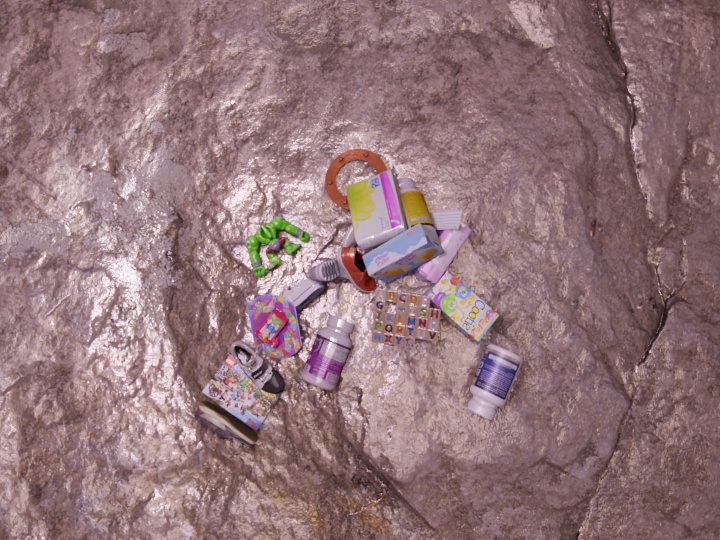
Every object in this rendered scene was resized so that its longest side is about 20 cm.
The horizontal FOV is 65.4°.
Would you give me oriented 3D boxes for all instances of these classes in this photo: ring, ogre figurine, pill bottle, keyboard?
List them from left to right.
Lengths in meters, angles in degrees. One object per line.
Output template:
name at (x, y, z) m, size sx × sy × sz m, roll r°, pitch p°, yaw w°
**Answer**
ogre figurine at (-0.259, -0.085, 1.676) m, size 0.199 × 0.098 × 0.120 m, roll -35°, pitch 98°, yaw 7°
pill bottle at (-0.089, 0.237, 1.641) m, size 0.111 × 0.112 × 0.202 m, roll 22°, pitch 84°, yaw 0°
ring at (-0.014, -0.282, 1.714) m, size 0.197 × 0.019 × 0.203 m, roll -3°, pitch 75°, yaw 9°
pill bottle at (0.147, -0.171, 1.668) m, size 0.111 × 0.113 × 0.202 m, roll -14°, pitch 64°, yaw -3°
keyboard at (0.227, -0.147, 1.658) m, size 0.011 × 0.199 × 0.057 m, roll 11°, pitch 86°, yaw -33°
pill bottle at (0.389, 0.329, 1.648) m, size 0.110 × 0.111 × 0.202 m, roll 25°, pitch 84°, yaw 1°

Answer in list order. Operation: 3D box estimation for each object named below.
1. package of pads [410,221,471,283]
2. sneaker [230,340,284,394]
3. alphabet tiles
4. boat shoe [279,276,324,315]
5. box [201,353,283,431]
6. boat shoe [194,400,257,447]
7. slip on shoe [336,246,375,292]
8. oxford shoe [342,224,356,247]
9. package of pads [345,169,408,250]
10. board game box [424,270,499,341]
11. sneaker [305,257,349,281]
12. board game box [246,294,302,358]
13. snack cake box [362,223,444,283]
package of pads at (0.237, -0.057, 1.673) m, size 0.075 × 0.120 × 0.201 m, roll 36°, pitch 85°, yaw -11°
sneaker at (-0.301, 0.281, 1.608) m, size 0.200 × 0.089 × 0.074 m, roll 41°, pitch 79°, yaw 1°
alphabet tiles at (0.134, 0.147, 1.653) m, size 0.197 × 0.008 × 0.170 m, roll 8°, pitch 107°, yaw 15°
boat shoe at (-0.204, 0.074, 1.663) m, size 0.201 × 0.074 × 0.087 m, roll -39°, pitch 71°, yaw 17°
box at (-0.346, 0.358, 1.658) m, size 0.199 × 0.038 × 0.137 m, roll 35°, pitch 84°, yaw 2°
boat shoe at (-0.393, 0.458, 1.636) m, size 0.200 × 0.072 × 0.066 m, roll 34°, pitch 95°, yaw 2°
slip on shoe at (0.000, 0.000, 1.637) m, size 0.060 × 0.200 × 0.075 m, roll -7°, pitch 52°, yaw 27°
oxford shoe at (0.019, -0.132, 1.697) m, size 0.058 × 0.075 × 0.200 m, roll 36°, pitch 80°, yaw 22°
package of pads at (0.044, -0.171, 1.608) m, size 0.153 × 0.068 × 0.202 m, roll -19°, pitch 66°, yaw 16°
board game box at (0.295, 0.107, 1.670) m, size 0.200 × 0.103 × 0.105 m, roll 41°, pitch 85°, yaw 2°
sneaker at (-0.081, -0.007, 1.645) m, size 0.081 × 0.199 × 0.076 m, roll -6°, pitch 88°, yaw 35°
board game box at (-0.257, 0.172, 1.630) m, size 0.156 × 0.039 × 0.203 m, roll -2°, pitch 108°, yaw 17°
snack cake box at (0.121, -0.045, 1.586) m, size 0.199 × 0.115 × 0.068 m, roll -30°, pitch 64°, yaw 25°
